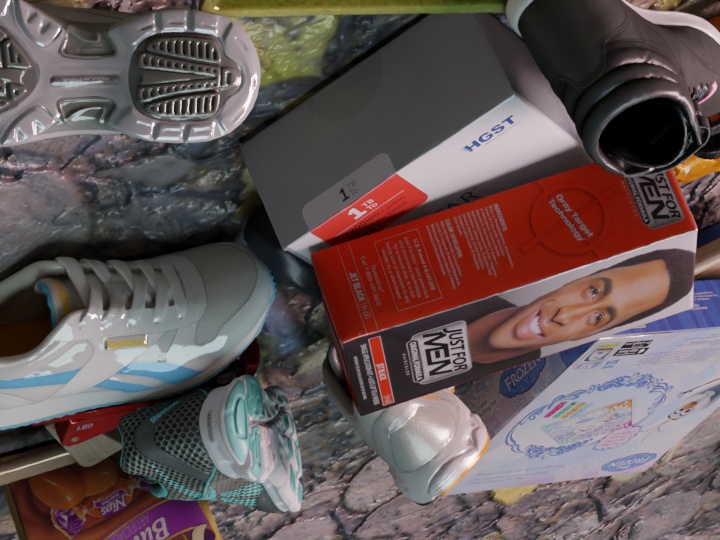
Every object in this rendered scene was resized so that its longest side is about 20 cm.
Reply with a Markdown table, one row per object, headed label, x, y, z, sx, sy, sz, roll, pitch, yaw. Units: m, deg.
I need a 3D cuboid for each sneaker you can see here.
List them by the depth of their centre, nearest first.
| label | x | y | z | sx | sy | sz | roll | pitch | yaw |
| --- | --- | --- | --- | --- | --- | --- | --- | --- | --- |
| sneaker | -0.154 | -0.094 | 1.175 | 0.200 | 0.078 | 0.099 | 7 | -178 | -15 |
| sneaker | 0.154 | -0.086 | 1.287 | 0.071 | 0.099 | 0.200 | -36 | 151 | 23 |
| sneaker | -0.142 | 0.029 | 1.383 | 0.200 | 0.077 | 0.081 | -19 | 149 | -11 |
| sneaker | -0.089 | 0.105 | 1.465 | 0.091 | 0.078 | 0.200 | -9 | 163 | 8 |
| sneaker | 0.011 | 0.059 | 1.473 | 0.076 | 0.200 | 0.092 | -42 | 113 | -1 |

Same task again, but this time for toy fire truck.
| label | x | y | z | sx | sy | sz | roll | pitch | yaw |
| --- | --- | --- | --- | --- | --- | --- | --- | --- | --- |
| toy fire truck | -0.169 | 0.088 | 1.486 | 0.200 | 0.049 | 0.141 | -9 | 149 | -28 |

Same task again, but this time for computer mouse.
| label | x | y | z | sx | sy | sz | roll | pitch | yaw |
| --- | --- | --- | --- | --- | --- | --- | --- | --- | --- |
| computer mouse | 0.000 | 0.000 | 1.458 | 0.034 | 0.059 | 0.200 | -48 | 146 | 12 |

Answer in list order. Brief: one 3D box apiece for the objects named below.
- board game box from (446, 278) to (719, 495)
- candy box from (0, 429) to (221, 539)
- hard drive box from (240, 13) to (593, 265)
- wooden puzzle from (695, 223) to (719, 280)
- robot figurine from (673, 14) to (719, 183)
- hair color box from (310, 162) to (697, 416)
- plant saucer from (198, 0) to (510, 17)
| label | x | y | z | sx | sy | sz | roll | pitch | yaw |
| --- | --- | --- | --- | --- | --- | --- | --- | --- | --- |
| board game box | 0.165 | 0.075 | 1.613 | 0.200 | 0.043 | 0.199 | -2 | 147 | -38 |
| candy box | -0.140 | 0.194 | 1.525 | 0.117 | 0.200 | 0.056 | -16 | 150 | -14 |
| hard drive box | 0.054 | -0.051 | 1.389 | 0.156 | 0.077 | 0.200 | -34 | 148 | 18 |
| wooden puzzle | 0.202 | 0.030 | 1.662 | 0.185 | 0.046 | 0.200 | -25 | 155 | 3 |
| robot figurine | 0.250 | -0.120 | 1.432 | 0.200 | 0.058 | 0.145 | -23 | 151 | 0 |
| hair color box | 0.080 | 0.006 | 1.349 | 0.200 | 0.061 | 0.102 | -19 | 153 | -2 |
| plant saucer | 0.035 | -0.203 | 1.155 | 0.200 | 0.048 | 0.200 | -4 | 145 | -29 |
